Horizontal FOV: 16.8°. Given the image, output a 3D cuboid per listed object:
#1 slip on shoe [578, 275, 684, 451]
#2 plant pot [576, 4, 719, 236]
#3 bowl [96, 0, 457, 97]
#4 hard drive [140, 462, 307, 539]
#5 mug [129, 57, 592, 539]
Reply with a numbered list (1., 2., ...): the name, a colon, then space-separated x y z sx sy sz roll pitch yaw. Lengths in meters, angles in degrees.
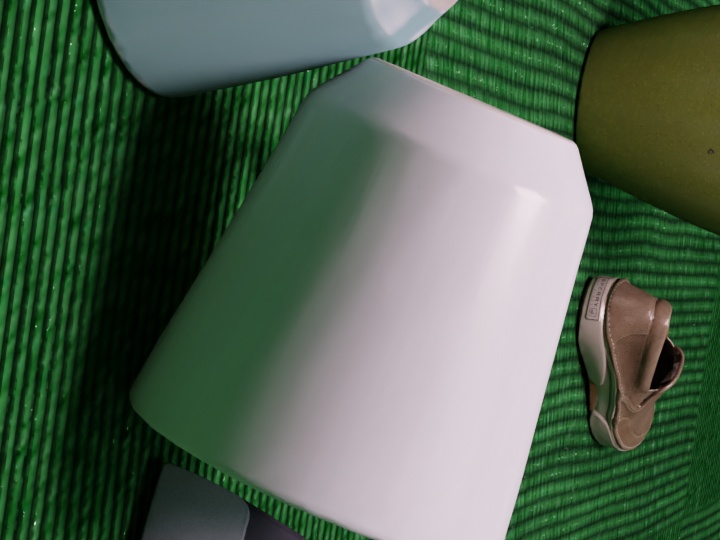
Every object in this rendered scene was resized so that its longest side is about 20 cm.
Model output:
1. slip on shoe: 0.197 0.070 1.718 0.200 0.060 0.076 73 31 -54
2. plant pot: 0.245 -0.095 1.559 0.187 0.199 0.188 8 90 -72
3. bowl: -0.012 -0.157 0.878 0.201 0.105 0.201 8 90 -72
4. hard drive: -0.067 0.187 0.971 0.135 0.042 0.201 48 53 -68
5. mug: -0.001 0.001 0.910 0.149 0.186 0.154 16 99 -52
